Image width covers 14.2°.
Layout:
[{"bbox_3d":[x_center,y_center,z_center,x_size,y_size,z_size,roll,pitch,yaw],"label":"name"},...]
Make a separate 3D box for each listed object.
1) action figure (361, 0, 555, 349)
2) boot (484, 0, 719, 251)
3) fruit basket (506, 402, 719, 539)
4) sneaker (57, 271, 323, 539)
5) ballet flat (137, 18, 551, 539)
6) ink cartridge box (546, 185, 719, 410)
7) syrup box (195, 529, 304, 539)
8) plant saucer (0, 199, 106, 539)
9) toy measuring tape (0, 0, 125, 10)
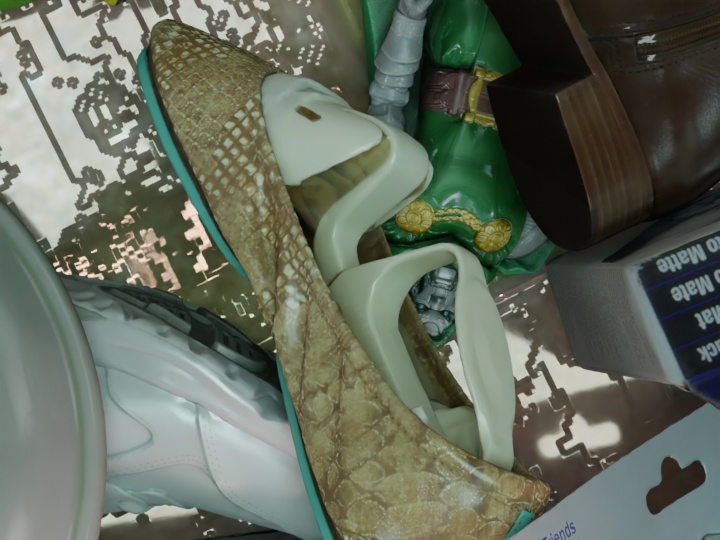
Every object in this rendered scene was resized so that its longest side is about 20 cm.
[{"bbox_3d":[0.041,-0.073,0.840,0.118,0.055,0.200,12,94,-9],"label":"action figure"},{"bbox_3d":[0.116,-0.121,0.798,0.200,0.064,0.187,-25,118,-23],"label":"boot"},{"bbox_3d":[0.119,0.138,0.797,0.094,0.185,0.200,-10,98,34],"label":"fruit basket"},{"bbox_3d":[-0.097,0.044,0.823,0.200,0.078,0.100,23,96,3],"label":"sneaker"},{"bbox_3d":[0.000,0.000,0.793,0.065,0.070,0.200,-35,63,20],"label":"ballet flat"},{"bbox_3d":[0.158,-0.021,0.778,0.199,0.200,0.041,-22,94,-6],"label":"ink cartridge box"},{"bbox_3d":[-0.073,0.124,0.818,0.200,0.079,0.082,-8,93,-6],"label":"syrup box"},{"bbox_3d":[-0.167,0.049,0.750,0.200,0.050,0.201,0,83,-1],"label":"plant saucer"},{"bbox_3d":[-0.141,-0.126,0.813,0.200,0.074,0.074,29,88,3],"label":"toy measuring tape"}]
